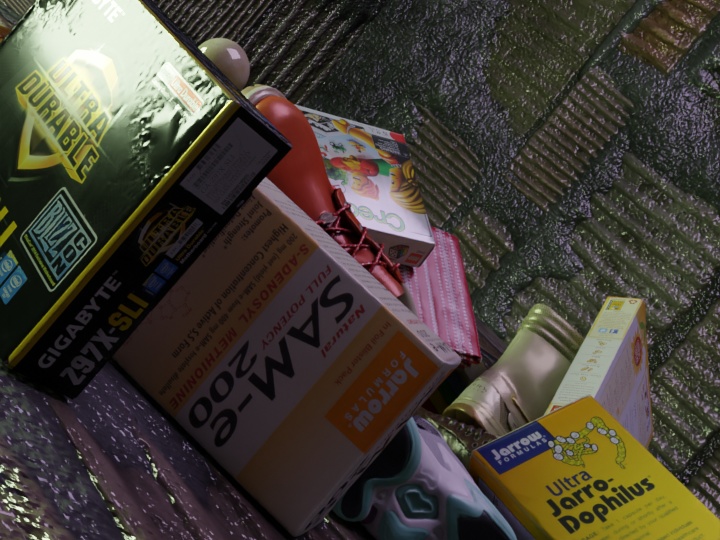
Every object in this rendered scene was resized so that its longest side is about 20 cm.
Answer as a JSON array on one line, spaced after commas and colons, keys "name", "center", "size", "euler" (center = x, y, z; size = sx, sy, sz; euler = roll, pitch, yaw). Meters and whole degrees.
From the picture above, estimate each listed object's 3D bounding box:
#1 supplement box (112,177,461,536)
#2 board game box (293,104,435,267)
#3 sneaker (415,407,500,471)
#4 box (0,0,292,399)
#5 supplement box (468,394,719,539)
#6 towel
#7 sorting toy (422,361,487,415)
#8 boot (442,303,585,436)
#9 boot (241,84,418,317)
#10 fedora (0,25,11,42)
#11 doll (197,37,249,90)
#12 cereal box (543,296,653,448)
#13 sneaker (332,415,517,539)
[{"name": "supplement box", "center": [-0.059, 0.030, 0.755], "size": [0.200, 0.126, 0.073], "euler": [42, 5, 11]}, {"name": "board game box", "center": [-0.042, -0.076, 1.083], "size": [0.198, 0.035, 0.127], "euler": [12, 45, -30]}, {"name": "sneaker", "center": [0.092, 0.157, 1.102], "size": [0.070, 0.076, 0.200], "euler": [35, 9, -47]}, {"name": "box", "center": [-0.140, -0.057, 0.681], "size": [0.049, 0.160, 0.200], "euler": [34, 9, -44]}, {"name": "supplement box", "center": [0.167, 0.199, 0.901], "size": [0.200, 0.109, 0.110], "euler": [46, -34, 39]}, {"name": "towel", "center": [0.000, 0.000, 1.084], "size": [0.198, 0.023, 0.146], "euler": [16, 43, -24]}, {"name": "sorting toy", "center": [0.033, 0.057, 1.264], "size": [0.200, 0.069, 0.200], "euler": [57, -9, -34]}, {"name": "boot", "center": [0.172, 0.148, 1.206], "size": [0.072, 0.156, 0.201], "euler": [-13, -61, 53]}, {"name": "boot", "center": [-0.019, -0.019, 0.833], "size": [0.107, 0.075, 0.202], "euler": [11, -52, 44]}, {"name": "fedora", "center": [-0.199, -0.097, 0.915], "size": [0.199, 0.082, 0.201], "euler": [27, 7, -4]}, {"name": "doll", "center": [-0.074, -0.065, 0.928], "size": [0.137, 0.048, 0.202], "euler": [-112, -171, -55]}, {"name": "cereal box", "center": [0.201, 0.131, 1.135], "size": [0.039, 0.146, 0.200], "euler": [5, 28, 25]}, {"name": "sneaker", "center": [0.010, 0.117, 0.880], "size": [0.200, 0.078, 0.140], "euler": [50, 0, -22]}]
